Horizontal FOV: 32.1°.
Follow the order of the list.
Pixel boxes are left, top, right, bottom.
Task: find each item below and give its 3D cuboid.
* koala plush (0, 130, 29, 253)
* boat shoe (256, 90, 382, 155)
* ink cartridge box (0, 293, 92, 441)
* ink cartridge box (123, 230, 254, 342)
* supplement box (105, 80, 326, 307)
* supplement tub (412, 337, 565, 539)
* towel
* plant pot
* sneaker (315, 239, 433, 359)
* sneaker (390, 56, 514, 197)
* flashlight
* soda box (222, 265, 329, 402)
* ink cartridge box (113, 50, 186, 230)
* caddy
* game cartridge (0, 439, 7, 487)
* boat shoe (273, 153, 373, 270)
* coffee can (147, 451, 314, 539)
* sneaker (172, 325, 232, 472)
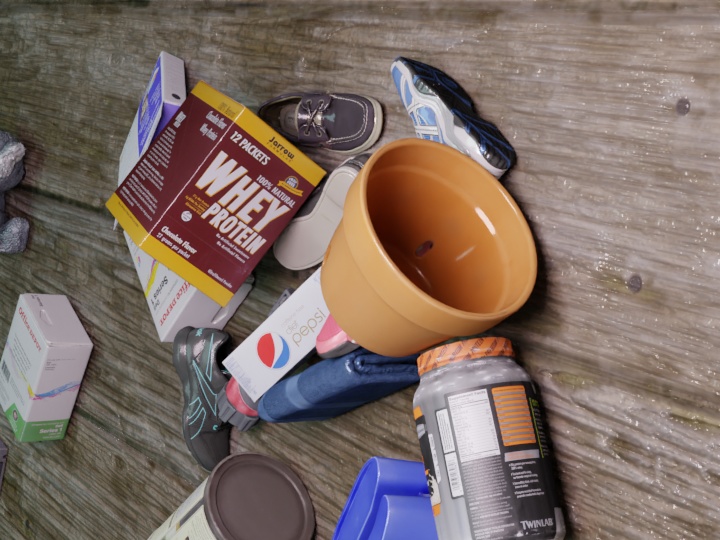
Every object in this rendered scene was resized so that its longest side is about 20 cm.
[{"bbox_3d":[-0.669,-0.163,2.233,0.177,0.183,0.201,42,109,45],"label":"koala plush"},{"bbox_3d":[-0.052,-0.179,1.494,0.200,0.065,0.072,14,98,51],"label":"boat shoe"},{"bbox_3d":[-0.528,0.159,2.073,0.145,0.084,0.201,49,126,41],"label":"ink cartridge box"},{"bbox_3d":[-0.239,-0.020,1.715,0.145,0.084,0.201,-52,50,38],"label":"ink cartridge box"},{"bbox_3d":[-0.179,-0.098,1.508,0.200,0.133,0.197,-53,28,0],"label":"supplement box"},{"bbox_3d":[0.120,0.173,1.207,0.122,0.122,0.201,-29,65,48],"label":"supplement tub"},{"bbox_3d":[-0.027,0.127,1.409,0.200,0.111,0.049,-29,67,49],"label":"towel"},{"bbox_3d":[0.051,-0.007,1.215,0.140,0.199,0.201,-45,54,43],"label":"plant pot"},{"bbox_3d":[0.000,0.000,1.337,0.201,0.087,0.074,-55,20,-10],"label":"sneaker"},{"bbox_3d":[0.079,-0.152,1.312,0.077,0.075,0.200,-56,46,29],"label":"sneaker"},{"bbox_3d":[-0.110,0.116,1.563,0.200,0.067,0.068,-52,37,32],"label":"flashlight"},{"bbox_3d":[-0.068,0.065,1.454,0.200,0.068,0.064,-43,84,27],"label":"soda box"},{"bbox_3d":[-0.300,-0.181,1.783,0.200,0.043,0.199,-100,33,-54],"label":"ink cartridge box"},{"bbox_3d":[0.042,0.292,1.322,0.142,0.104,0.201,-106,34,-60],"label":"caddy"},{"bbox_3d":[-0.719,0.398,2.368,0.129,0.038,0.201,30,112,45],"label":"game cartridge"},{"bbox_3d":[-0.036,-0.068,1.488,0.067,0.057,0.200,44,135,0],"label":"boat shoe"},{"bbox_3d":[-0.168,0.336,1.556,0.200,0.146,0.147,-47,53,41],"label":"coffee can"},{"bbox_3d":[-0.195,0.172,1.658,0.079,0.075,0.201,-6,100,21],"label":"sneaker"}]
